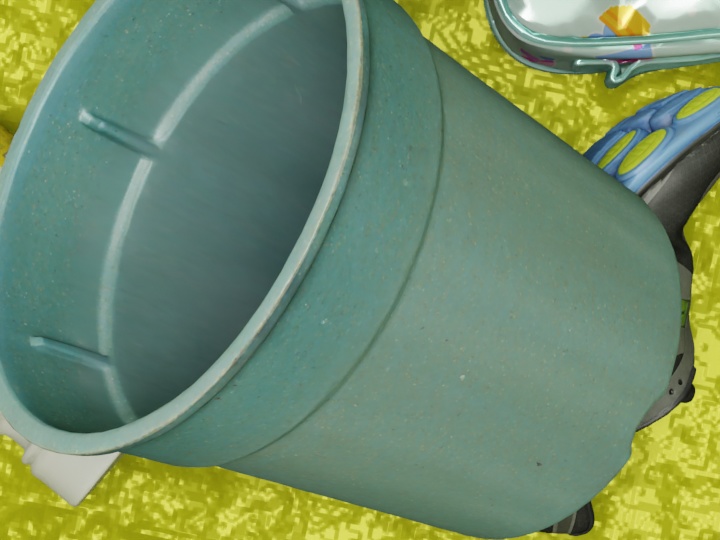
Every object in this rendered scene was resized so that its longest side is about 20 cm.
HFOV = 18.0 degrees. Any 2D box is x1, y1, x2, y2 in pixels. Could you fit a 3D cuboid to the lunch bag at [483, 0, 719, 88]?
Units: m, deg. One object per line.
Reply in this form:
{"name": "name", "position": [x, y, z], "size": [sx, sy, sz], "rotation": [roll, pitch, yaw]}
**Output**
{"name": "lunch bag", "position": [0.137, -0.156, 0.908], "size": [0.199, 0.077, 0.161], "rotation": [-4, 92, 0]}

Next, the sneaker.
{"name": "sneaker", "position": [0.105, 0.016, 0.921], "size": [0.083, 0.071, 0.200], "rotation": [26, 92, -14]}

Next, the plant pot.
{"name": "plant pot", "position": [0.000, 0.000, 0.818], "size": [0.196, 0.200, 0.201], "rotation": [26, 91, -36]}

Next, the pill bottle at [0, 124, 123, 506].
{"name": "pill bottle", "position": [-0.161, -0.002, 0.893], "size": [0.200, 0.111, 0.111], "rotation": [40, 91, 0]}
